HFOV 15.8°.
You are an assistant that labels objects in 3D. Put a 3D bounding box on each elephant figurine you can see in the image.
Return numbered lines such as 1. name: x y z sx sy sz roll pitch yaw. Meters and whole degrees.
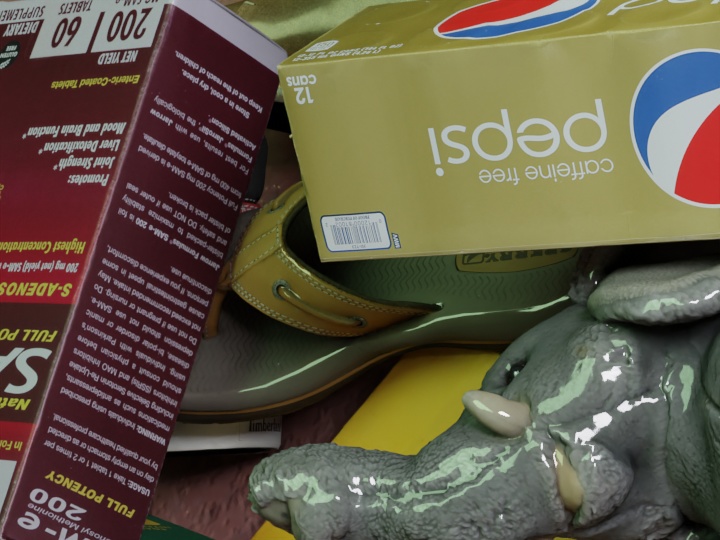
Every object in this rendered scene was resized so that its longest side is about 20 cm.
1. elephant figurine: 0.097 0.039 0.751 0.199 0.155 0.142 11 83 40

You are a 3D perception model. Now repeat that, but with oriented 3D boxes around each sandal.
1. sandal: 0.000 0.000 0.883 0.199 0.055 0.082 -8 58 23

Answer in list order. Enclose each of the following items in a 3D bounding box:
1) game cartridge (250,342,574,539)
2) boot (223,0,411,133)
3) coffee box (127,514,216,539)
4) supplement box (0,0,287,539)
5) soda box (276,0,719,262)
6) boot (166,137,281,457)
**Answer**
1. game cartridge: 0.031 0.130 0.849 0.177 0.032 0.200 -50 44 6
2. boot: -0.015 -0.089 0.975 0.199 0.074 0.076 9 87 28
3. coffee box: -0.097 0.143 0.907 0.200 0.044 0.124 14 93 54
4. supplement box: -0.106 0.005 0.893 0.108 0.061 0.201 -2 66 44
5. soda box: 0.082 -0.047 0.742 0.199 0.064 0.068 -3 20 27
6. boot: -0.122 0.003 0.997 0.199 0.072 0.145 -6 82 25
